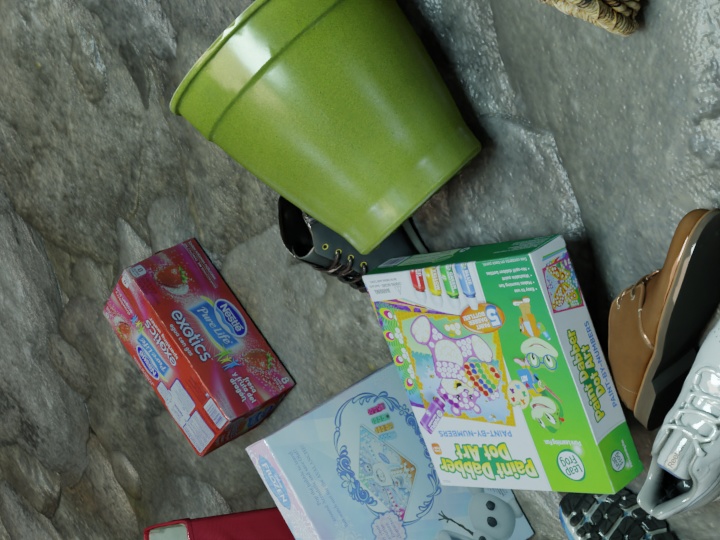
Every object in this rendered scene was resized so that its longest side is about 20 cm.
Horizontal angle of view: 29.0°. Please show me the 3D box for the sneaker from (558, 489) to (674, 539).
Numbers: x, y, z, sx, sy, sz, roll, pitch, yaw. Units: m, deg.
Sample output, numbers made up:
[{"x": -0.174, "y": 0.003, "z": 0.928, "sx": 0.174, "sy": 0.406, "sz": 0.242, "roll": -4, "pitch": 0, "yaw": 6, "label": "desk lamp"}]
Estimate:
[{"x": 0.227, "y": 0.265, "z": 1.132, "sx": 0.200, "sy": 0.078, "sz": 0.090, "roll": 50, "pitch": 145, "yaw": 17, "label": "sneaker"}]

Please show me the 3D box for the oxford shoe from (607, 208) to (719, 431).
[{"x": 0.214, "y": 0.028, "z": 1.008, "sx": 0.071, "sy": 0.071, "sz": 0.200, "roll": 42, "pitch": 140, "yaw": 31, "label": "oxford shoe"}]

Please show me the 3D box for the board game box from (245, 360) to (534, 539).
[{"x": 0.029, "y": 0.195, "z": 1.220, "sx": 0.043, "sy": 0.199, "sz": 0.200, "roll": -33, "pitch": 85, "yaw": 53, "label": "board game box"}]

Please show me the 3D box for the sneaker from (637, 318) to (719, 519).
[{"x": 0.255, "y": 0.106, "z": 0.991, "sx": 0.074, "sy": 0.087, "sz": 0.201, "roll": 36, "pitch": 135, "yaw": 33, "label": "sneaker"}]

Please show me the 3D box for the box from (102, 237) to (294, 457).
[{"x": -0.174, "y": 0.081, "z": 1.478, "sx": 0.200, "sy": 0.095, "sz": 0.100, "roll": 54, "pitch": 142, "yaw": 12, "label": "box"}]

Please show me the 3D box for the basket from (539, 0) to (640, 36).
[{"x": 0.084, "y": -0.235, "z": 0.936, "sx": 0.200, "sy": 0.142, "sz": 0.149, "roll": 32, "pitch": 133, "yaw": 34, "label": "basket"}]

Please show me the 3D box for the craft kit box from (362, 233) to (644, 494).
[{"x": 0.108, "y": 0.078, "z": 1.106, "sx": 0.200, "sy": 0.048, "sz": 0.198, "roll": -9, "pitch": 108, "yaw": 52, "label": "craft kit box"}]

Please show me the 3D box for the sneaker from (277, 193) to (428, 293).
[{"x": 0.000, "y": 0.000, "z": 1.209, "sx": 0.075, "sy": 0.106, "sz": 0.201, "roll": -18, "pitch": 101, "yaw": 53, "label": "sneaker"}]

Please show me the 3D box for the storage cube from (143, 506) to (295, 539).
[{"x": -0.108, "y": 0.331, "z": 1.428, "sx": 0.200, "sy": 0.179, "sz": 0.172, "roll": 149, "pitch": 115, "yaw": -65, "label": "storage cube"}]

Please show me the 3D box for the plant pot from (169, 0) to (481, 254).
[{"x": -0.013, "y": -0.123, "z": 1.104, "sx": 0.193, "sy": 0.200, "sz": 0.200, "roll": 48, "pitch": 142, "yaw": -1, "label": "plant pot"}]
